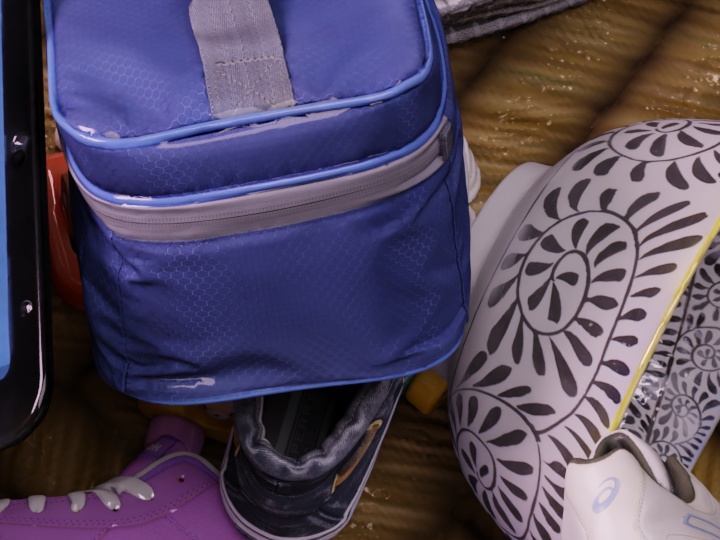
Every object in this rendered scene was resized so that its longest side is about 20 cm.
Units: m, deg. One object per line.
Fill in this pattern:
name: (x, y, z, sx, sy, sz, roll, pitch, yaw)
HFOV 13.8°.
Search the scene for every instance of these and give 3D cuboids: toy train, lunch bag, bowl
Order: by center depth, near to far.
lunch bag: (-0.038, -0.066, 1.019, 0.135, 0.133, 0.200, -8, 38, -4)
bowl: (0.085, 0.019, 1.109, 0.094, 0.201, 0.201, 26, 66, 17)
toy train: (-0.038, -0.006, 1.164, 0.199, 0.056, 0.151, -7, 70, -12)

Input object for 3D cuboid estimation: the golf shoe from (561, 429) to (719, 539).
golf shoe: (0.111, 0.099, 1.007, 0.078, 0.200, 0.098, -19, 81, 10)

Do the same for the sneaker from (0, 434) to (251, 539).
sneaker: (-0.119, 0.103, 1.104, 0.200, 0.073, 0.115, 25, 63, -10)

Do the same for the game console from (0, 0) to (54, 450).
game console: (-0.201, -0.027, 0.960, 0.175, 0.116, 0.201, 6, 63, -22)

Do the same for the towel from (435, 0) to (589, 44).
towel: (0.022, -0.175, 1.228, 0.199, 0.086, 0.166, -20, 74, -18)

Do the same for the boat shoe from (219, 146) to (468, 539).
boat shoe: (0.000, 0.000, 1.089, 0.070, 0.091, 0.201, 15, 67, 1)
